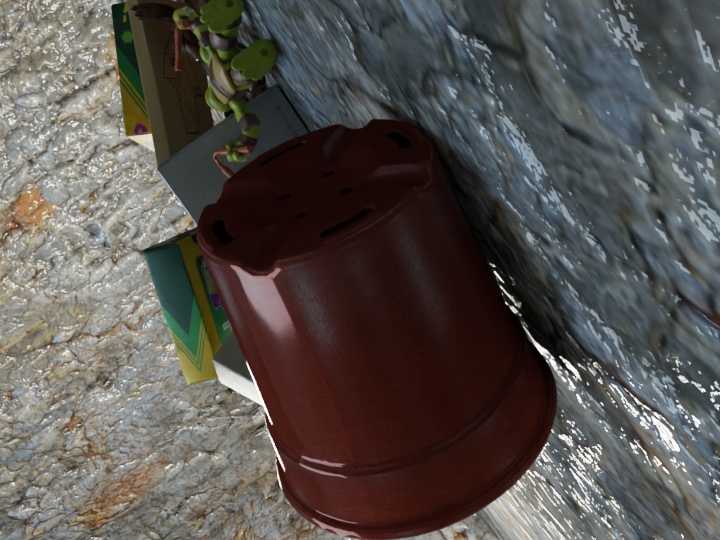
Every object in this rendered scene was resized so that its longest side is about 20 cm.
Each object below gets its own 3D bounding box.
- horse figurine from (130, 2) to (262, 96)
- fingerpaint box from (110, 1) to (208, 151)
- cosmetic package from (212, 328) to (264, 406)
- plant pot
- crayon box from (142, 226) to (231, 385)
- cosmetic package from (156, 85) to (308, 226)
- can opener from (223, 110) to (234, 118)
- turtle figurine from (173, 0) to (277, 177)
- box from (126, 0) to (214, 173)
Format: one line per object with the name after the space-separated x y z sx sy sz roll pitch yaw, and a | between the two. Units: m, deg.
-0.163 -0.231 1.033 0.200 0.050 0.133 48 -167 -13 | horse figurine
-0.252 -0.243 1.216 0.200 0.073 0.168 33 -130 -85 | fingerpaint box
-0.059 0.131 1.038 0.200 0.073 0.104 29 161 7 | cosmetic package
0.003 0.025 0.582 0.201 0.200 0.196 46 163 57 | plant pot
-0.180 0.029 1.183 0.200 0.058 0.173 -37 -67 -67 | crayon box
-0.095 -0.069 0.978 0.200 0.151 0.052 56 176 -15 | cosmetic package
-0.111 -0.141 1.142 0.200 0.066 0.053 58 134 29 | can opener
-0.118 -0.178 0.870 0.201 0.064 0.161 69 160 6 | turtle figurine
-0.217 -0.217 1.091 0.163 0.021 0.201 -40 -58 -76 | box
